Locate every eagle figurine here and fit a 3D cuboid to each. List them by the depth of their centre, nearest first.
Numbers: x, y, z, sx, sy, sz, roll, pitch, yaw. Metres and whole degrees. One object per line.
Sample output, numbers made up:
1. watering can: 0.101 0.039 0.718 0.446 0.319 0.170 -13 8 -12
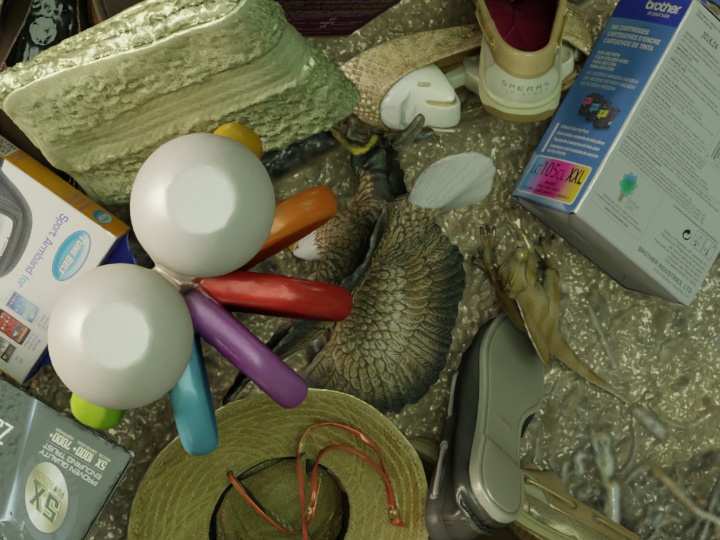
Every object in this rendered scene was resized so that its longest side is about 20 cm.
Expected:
1. eagle figurine: -0.003 0.001 1.550 0.151 0.151 0.201 9 81 -9

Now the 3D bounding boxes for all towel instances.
1. towel: -0.114 -0.105 1.458 0.200 0.148 0.037 -20 52 24

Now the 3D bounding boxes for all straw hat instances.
1. straw hat: -0.053 0.158 1.555 0.201 0.085 0.202 -2 104 -6

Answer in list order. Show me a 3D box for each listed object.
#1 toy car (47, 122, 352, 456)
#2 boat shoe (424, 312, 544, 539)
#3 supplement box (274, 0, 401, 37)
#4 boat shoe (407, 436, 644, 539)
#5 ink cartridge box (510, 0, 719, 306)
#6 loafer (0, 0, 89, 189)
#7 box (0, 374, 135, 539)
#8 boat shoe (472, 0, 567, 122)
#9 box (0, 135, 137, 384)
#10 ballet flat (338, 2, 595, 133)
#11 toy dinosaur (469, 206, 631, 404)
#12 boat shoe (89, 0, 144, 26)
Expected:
1. toy car: -0.087 0.021 1.412 0.150 0.175 0.200 32 87 0
2. boat shoe: 0.077 0.100 1.562 0.057 0.200 0.067 -30 116 28
3. supplement box: -0.039 -0.223 1.516 0.103 0.200 0.131 -1 89 -11
4. boat shoe: 0.109 0.167 1.608 0.200 0.071 0.065 34 47 -1
5. ink cartridge box: 0.208 -0.096 1.603 0.136 0.076 0.200 36 82 -37
6. loafer: -0.214 -0.103 1.540 0.073 0.071 0.201 3 88 -12
7. box: -0.253 0.097 1.479 0.200 0.164 0.086 32 83 -10
8. boat shoe: 0.107 -0.191 1.570 0.074 0.066 0.200 -1 53 -6
9. box: -0.241 -0.020 1.512 0.200 0.041 0.119 35 105 4
10. ballet flat: 0.069 -0.129 1.597 0.200 0.065 0.071 -21 134 -10
11. toy dinosaur: 0.115 0.024 1.600 0.058 0.200 0.101 -24 54 13
12. boat shoe: -0.133 -0.127 1.559 0.072 0.068 0.200 -10 113 -7
